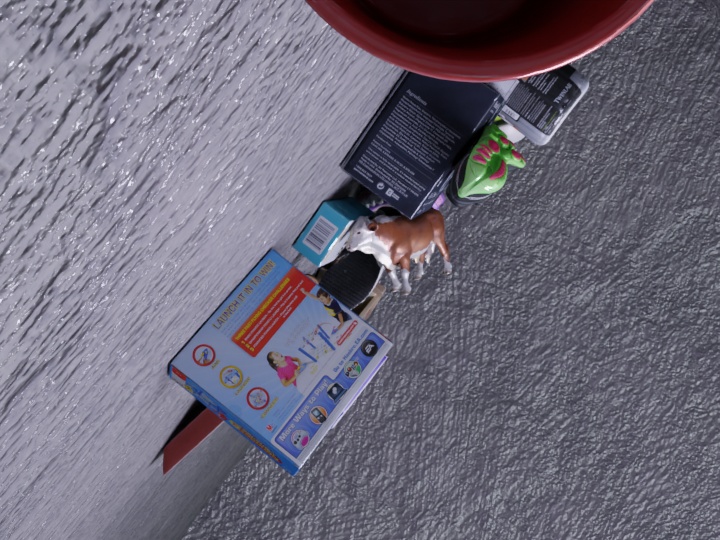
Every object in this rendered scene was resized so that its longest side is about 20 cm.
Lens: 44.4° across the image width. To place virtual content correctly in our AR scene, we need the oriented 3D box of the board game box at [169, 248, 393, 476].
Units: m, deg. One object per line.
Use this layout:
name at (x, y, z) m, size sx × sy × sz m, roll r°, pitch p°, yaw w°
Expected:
board game box at (-0.096, 0.110, 1.082) m, size 0.200 × 0.196 × 0.056 m, roll -50°, pitch 175°, yaw -26°

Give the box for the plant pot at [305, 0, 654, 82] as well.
plant pot at (0.050, -0.190, 0.431) m, size 0.201 × 0.200 × 0.177 m, roll -53°, pitch -176°, yaw 8°

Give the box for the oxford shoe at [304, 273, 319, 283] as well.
oxford shoe at (-0.134, 0.090, 1.379) m, size 0.200 × 0.071 × 0.071 m, roll -52°, pitch 170°, yaw 5°

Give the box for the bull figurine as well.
bull figurine at (0.062, -0.035, 1.288) m, size 0.065 × 0.122 × 0.200 m, roll -2°, pitch -167°, yaw 43°

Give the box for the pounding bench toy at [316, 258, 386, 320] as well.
pounding bench toy at (-0.048, 0.060, 1.639) m, size 0.156 × 0.124 × 0.200 m, roll -50°, pitch 175°, yaw -32°

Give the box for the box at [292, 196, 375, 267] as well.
box at (-0.036, -0.061, 1.316) m, size 0.082 × 0.049 × 0.200 m, roll -54°, pitch 175°, yaw 11°

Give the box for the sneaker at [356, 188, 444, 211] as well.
sneaker at (0.066, -0.116, 1.427) m, size 0.081 × 0.088 × 0.200 m, roll -56°, pitch -159°, yaw -20°

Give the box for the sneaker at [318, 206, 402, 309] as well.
sneaker at (0.000, 0.000, 1.354) m, size 0.200 × 0.074 × 0.089 m, roll -51°, pitch 173°, yaw -20°

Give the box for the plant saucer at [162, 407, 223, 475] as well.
plant saucer at (-0.232, 0.231, 1.459) m, size 0.200 × 0.037 × 0.200 m, roll -43°, pitch 180°, yaw 20°

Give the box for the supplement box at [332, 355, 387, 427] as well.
supplement box at (-0.080, 0.104, 1.184) m, size 0.103 × 0.200 × 0.101 m, roll -49°, pitch 174°, yaw -24°

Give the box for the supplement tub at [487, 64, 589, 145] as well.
supplement tub at (0.231, -0.291, 1.324) m, size 0.123 × 0.200 × 0.123 m, roll -51°, pitch 175°, yaw -6°

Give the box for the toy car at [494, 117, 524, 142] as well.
toy car at (0.208, -0.301, 1.493) m, size 0.149 × 0.176 × 0.200 m, roll -14°, pitch -164°, yaw 27°

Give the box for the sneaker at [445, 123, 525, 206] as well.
sneaker at (0.157, -0.135, 1.153) m, size 0.084 × 0.077 × 0.200 m, roll -37°, pitch 180°, yaw 30°

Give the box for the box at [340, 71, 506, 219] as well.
box at (0.093, -0.189, 1.212) m, size 0.197 × 0.124 × 0.200 m, roll -56°, pitch 175°, yaw 14°
